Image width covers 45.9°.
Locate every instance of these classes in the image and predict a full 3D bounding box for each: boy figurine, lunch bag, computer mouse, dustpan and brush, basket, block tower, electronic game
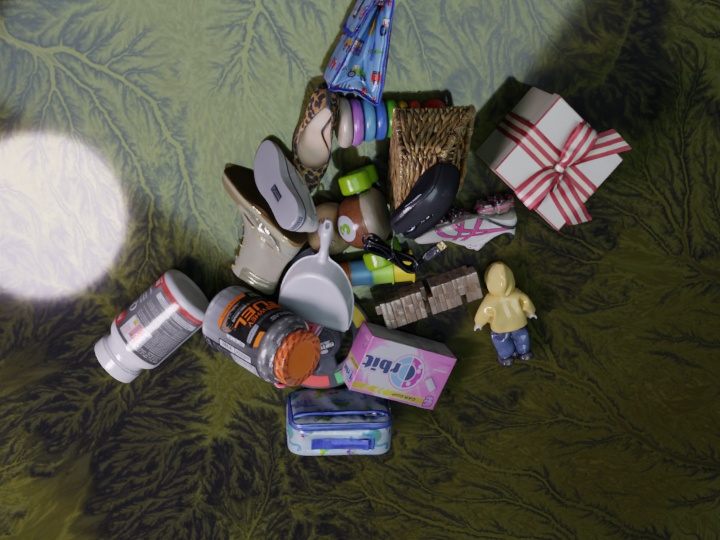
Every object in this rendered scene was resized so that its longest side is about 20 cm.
[{"bbox_3d":[0.270,0.080,1.611,0.123,0.065,0.203,-17,108,0],"label":"boy figurine"},{"bbox_3d":[-0.040,0.283,1.595,0.197,0.161,0.084,0,109,-5],"label":"lunch bag"},{"bbox_3d":[0.110,-0.072,1.379,0.200,0.046,0.140,-45,130,16],"label":"computer mouse"},{"bbox_3d":[0.014,-0.388,1.386,0.093,0.151,0.202,16,106,-11],"label":"lunch bag"},{"bbox_3d":[-0.069,0.003,1.464,0.138,0.058,0.202,15,134,7],"label":"dustpan and brush"},{"bbox_3d":[0.125,-0.165,1.437,0.147,0.144,0.201,-2,142,-5],"label":"basket"},{"bbox_3d":[0.125,0.051,1.592,0.197,0.054,0.059,-18,108,1],"label":"block tower"},{"bbox_3d":[-0.074,0.130,1.604,0.197,0.042,0.203,-2,108,-6],"label":"electronic game"}]

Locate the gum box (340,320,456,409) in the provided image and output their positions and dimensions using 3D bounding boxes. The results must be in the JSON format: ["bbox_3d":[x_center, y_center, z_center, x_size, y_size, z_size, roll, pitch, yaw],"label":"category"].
[{"bbox_3d":[0.077,0.181,1.605,0.198,0.066,0.115,17,107,-24],"label":"gum box"}]

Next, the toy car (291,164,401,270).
[{"bbox_3d":[-0.048,-0.073,1.494,0.197,0.158,0.166,-17,99,13],"label":"toy car"}]

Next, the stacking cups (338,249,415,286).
[{"bbox_3d":[0.000,0.000,1.562,0.197,0.061,0.061,-5,109,-2],"label":"stacking cups"}]

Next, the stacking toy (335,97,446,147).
[{"bbox_3d":[0.056,-0.264,1.477,0.197,0.085,0.087,-7,109,-11],"label":"stacking toy"}]

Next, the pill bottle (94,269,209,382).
[{"bbox_3d":[-0.373,0.103,1.526,0.199,0.116,0.116,-41,107,7],"label":"pill bottle"}]

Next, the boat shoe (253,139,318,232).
[{"bbox_3d":[-0.124,-0.143,1.451,0.065,0.201,0.072,16,122,-43],"label":"boat shoe"}]

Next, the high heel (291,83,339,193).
[{"bbox_3d":[-0.078,-0.212,1.438,0.070,0.143,0.203,9,107,-8],"label":"high heel"}]

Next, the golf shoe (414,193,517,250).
[{"bbox_3d":[0.192,-0.072,1.549,0.197,0.073,0.093,-14,111,-1],"label":"golf shoe"}]

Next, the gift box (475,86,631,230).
[{"bbox_3d":[0.336,-0.192,1.464,0.199,0.187,0.185,34,102,-14],"label":"gift box"}]

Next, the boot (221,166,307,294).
[{"bbox_3d":[-0.195,-0.070,1.504,0.200,0.072,0.155,46,130,14],"label":"boot"}]

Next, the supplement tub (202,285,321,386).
[{"bbox_3d":[-0.170,0.115,1.472,0.122,0.199,0.124,-30,132,-40],"label":"supplement tub"}]

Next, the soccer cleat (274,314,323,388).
[{"bbox_3d":[-0.109,0.121,1.543,0.067,0.073,0.202,23,103,-4],"label":"soccer cleat"}]
